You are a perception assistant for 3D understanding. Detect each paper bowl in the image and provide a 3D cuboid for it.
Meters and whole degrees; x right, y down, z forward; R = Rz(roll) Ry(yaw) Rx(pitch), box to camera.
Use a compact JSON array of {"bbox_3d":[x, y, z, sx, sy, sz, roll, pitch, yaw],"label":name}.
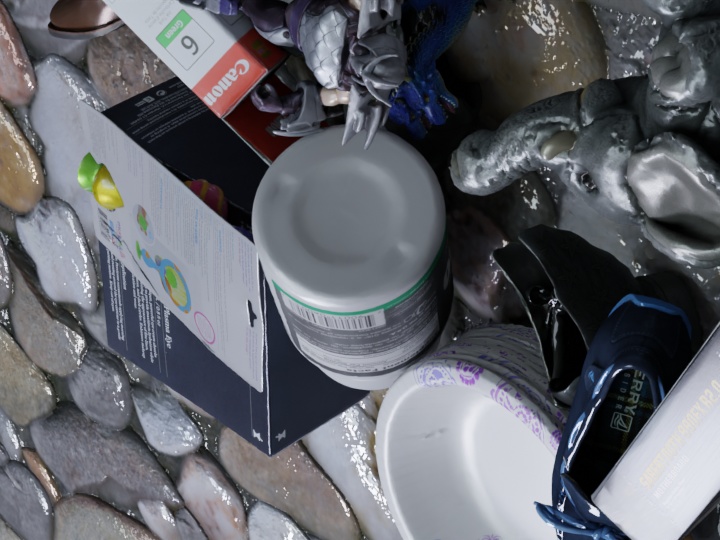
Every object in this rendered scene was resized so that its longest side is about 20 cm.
[{"bbox_3d":[0.112,0.127,1.232,0.200,0.104,0.202,31,136,35],"label":"paper bowl"}]

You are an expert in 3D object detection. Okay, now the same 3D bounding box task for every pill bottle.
[{"bbox_3d":[0.000,0.000,1.208,0.113,0.113,0.200,47,170,17],"label":"pill bottle"}]

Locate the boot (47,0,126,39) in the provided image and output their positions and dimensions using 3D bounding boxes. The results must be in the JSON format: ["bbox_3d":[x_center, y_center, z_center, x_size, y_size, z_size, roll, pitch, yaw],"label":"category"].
[{"bbox_3d":[-0.179,-0.266,1.349,0.185,0.064,0.201,-8,111,39],"label":"boot"}]

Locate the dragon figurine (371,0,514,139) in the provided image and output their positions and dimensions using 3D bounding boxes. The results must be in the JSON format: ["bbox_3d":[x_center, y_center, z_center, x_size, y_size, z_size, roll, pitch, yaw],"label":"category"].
[{"bbox_3d":[0.027,-0.178,1.127,0.059,0.099,0.201,-4,111,51],"label":"dragon figurine"}]

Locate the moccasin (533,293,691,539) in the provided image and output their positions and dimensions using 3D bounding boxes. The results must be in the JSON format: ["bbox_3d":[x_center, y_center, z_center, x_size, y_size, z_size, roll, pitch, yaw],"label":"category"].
[{"bbox_3d":[0.129,0.108,1.058,0.080,0.068,0.201,9,123,16],"label":"moccasin"}]

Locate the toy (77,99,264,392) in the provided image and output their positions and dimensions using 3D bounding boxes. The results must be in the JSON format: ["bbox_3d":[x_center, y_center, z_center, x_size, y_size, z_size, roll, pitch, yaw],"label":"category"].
[{"bbox_3d":[-0.109,-0.025,1.270,0.200,0.047,0.116,36,141,36],"label":"toy"}]

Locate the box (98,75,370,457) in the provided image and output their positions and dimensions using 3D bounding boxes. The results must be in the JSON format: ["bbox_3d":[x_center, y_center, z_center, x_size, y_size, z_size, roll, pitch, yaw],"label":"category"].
[{"bbox_3d":[-0.089,-0.007,1.385,0.182,0.104,0.201,31,135,35],"label":"box"}]

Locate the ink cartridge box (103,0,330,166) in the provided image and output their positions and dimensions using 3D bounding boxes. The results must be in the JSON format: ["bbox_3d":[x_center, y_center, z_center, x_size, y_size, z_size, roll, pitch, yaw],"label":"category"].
[{"bbox_3d":[-0.080,-0.149,1.251,0.200,0.109,0.050,45,116,-4],"label":"ink cartridge box"}]

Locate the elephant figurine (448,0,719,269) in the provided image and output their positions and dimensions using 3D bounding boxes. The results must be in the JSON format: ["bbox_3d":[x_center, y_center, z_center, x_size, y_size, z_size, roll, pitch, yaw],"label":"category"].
[{"bbox_3d":[0.163,-0.072,1.012,0.156,0.141,0.201,58,141,28],"label":"elephant figurine"}]

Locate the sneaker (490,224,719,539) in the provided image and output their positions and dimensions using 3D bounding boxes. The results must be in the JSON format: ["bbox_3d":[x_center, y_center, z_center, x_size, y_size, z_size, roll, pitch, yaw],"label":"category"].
[{"bbox_3d":[0.149,0.070,1.117,0.060,0.104,0.201,-36,65,57],"label":"sneaker"}]

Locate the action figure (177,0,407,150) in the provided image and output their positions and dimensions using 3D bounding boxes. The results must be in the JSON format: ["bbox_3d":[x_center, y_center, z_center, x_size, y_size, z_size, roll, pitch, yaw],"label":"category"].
[{"bbox_3d":[-0.037,-0.146,1.115,0.200,0.069,0.131,42,125,40],"label":"action figure"}]

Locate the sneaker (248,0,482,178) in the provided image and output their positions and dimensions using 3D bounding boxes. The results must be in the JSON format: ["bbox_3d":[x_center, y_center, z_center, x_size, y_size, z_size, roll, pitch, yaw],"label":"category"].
[{"bbox_3d":[0.003,-0.152,1.212,0.200,0.076,0.091,48,137,1],"label":"sneaker"}]

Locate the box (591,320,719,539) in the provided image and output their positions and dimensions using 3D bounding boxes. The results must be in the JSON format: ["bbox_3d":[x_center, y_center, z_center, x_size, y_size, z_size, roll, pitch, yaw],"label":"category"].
[{"bbox_3d":[0.213,0.035,0.962,0.048,0.200,0.159,44,143,15],"label":"box"}]
